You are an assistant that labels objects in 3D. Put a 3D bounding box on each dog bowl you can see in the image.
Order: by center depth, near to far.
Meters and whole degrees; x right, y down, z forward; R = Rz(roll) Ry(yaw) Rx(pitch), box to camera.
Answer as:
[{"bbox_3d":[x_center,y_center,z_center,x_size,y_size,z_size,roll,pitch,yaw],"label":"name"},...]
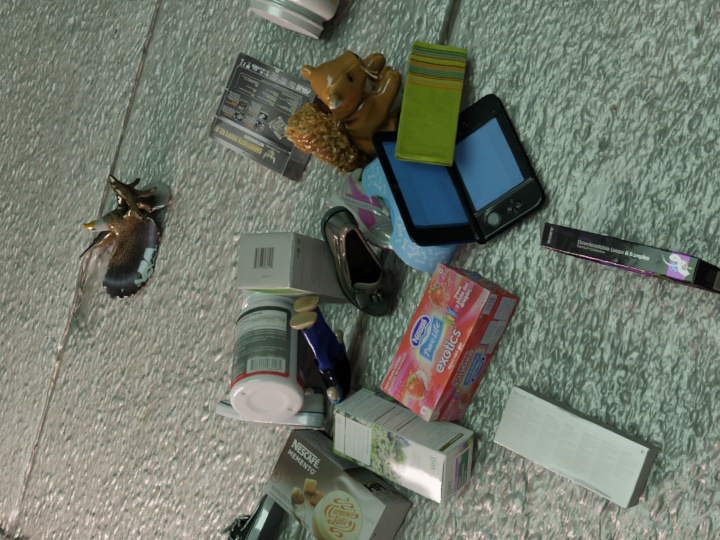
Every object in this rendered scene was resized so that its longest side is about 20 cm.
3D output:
[{"bbox_3d":[0.080,-0.095,1.396,0.050,0.110,0.202,-50,57,47],"label":"dog bowl"}]

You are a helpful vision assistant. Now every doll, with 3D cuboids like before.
[{"bbox_3d":[-0.044,0.132,1.431,0.048,0.201,0.137,-14,31,15],"label":"doll"}]

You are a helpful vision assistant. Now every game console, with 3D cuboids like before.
[{"bbox_3d":[0.137,-0.146,1.359,0.170,0.118,0.202,-33,62,25],"label":"game console"}]

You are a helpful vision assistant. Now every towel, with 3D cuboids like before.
[{"bbox_3d":[0.103,-0.244,1.388,0.085,0.018,0.202,6,65,6],"label":"towel"}]

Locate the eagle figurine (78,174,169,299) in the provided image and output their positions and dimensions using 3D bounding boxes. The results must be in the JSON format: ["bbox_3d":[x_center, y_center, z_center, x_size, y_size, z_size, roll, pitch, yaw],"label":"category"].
[{"bbox_3d":[-0.440,-0.074,1.762,0.153,0.149,0.201,-82,7,-52],"label":"eagle figurine"}]

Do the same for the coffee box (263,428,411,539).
[{"bbox_3d":[-0.036,0.338,1.437,0.199,0.079,0.115,34,102,32],"label":"coffee box"}]

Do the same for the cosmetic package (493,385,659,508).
[{"bbox_3d":[0.280,0.227,1.258,0.199,0.050,0.083,24,98,34],"label":"cosmetic package"}]

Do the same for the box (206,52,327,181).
[{"bbox_3d":[-0.155,-0.262,1.624,0.199,0.048,0.160,28,100,34],"label":"box"}]

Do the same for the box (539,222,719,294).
[{"bbox_3d":[0.340,-0.015,1.197,0.199,0.142,0.037,18,94,35],"label":"box"}]

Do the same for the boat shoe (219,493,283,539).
[{"bbox_3d":[-0.184,0.427,1.529,0.068,0.073,0.201,30,109,19],"label":"boat shoe"}]

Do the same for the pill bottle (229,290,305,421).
[{"bbox_3d":[-0.140,0.120,1.485,0.113,0.114,0.202,-28,42,27],"label":"pill bottle"}]

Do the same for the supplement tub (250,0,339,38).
[{"bbox_3d":[-0.087,-0.495,1.554,0.145,0.145,0.202,27,97,33],"label":"supplement tub"}]

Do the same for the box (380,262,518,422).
[{"bbox_3d":[0.127,0.102,1.350,0.094,0.102,0.202,30,101,33],"label":"box"}]

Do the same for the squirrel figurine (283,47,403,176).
[{"bbox_3d":[-0.021,-0.238,1.444,0.200,0.186,0.142,-43,62,19],"label":"squirrel figurine"}]

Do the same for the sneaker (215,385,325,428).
[{"bbox_3d":[-0.141,0.212,1.541,0.198,0.073,0.072,0,74,25],"label":"sneaker"}]

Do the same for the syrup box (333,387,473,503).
[{"bbox_3d":[0.059,0.247,1.375,0.198,0.081,0.080,17,117,34],"label":"syrup box"}]

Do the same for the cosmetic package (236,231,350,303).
[{"bbox_3d":[-0.082,-0.002,1.445,0.107,0.199,0.086,-2,80,35],"label":"cosmetic package"}]

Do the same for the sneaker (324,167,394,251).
[{"bbox_3d":[0.032,-0.091,1.453,0.200,0.081,0.089,38,106,31],"label":"sneaker"}]

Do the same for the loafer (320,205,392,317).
[{"bbox_3d":[0.000,0.000,1.398,0.072,0.201,0.063,-34,35,-9],"label":"loafer"}]
